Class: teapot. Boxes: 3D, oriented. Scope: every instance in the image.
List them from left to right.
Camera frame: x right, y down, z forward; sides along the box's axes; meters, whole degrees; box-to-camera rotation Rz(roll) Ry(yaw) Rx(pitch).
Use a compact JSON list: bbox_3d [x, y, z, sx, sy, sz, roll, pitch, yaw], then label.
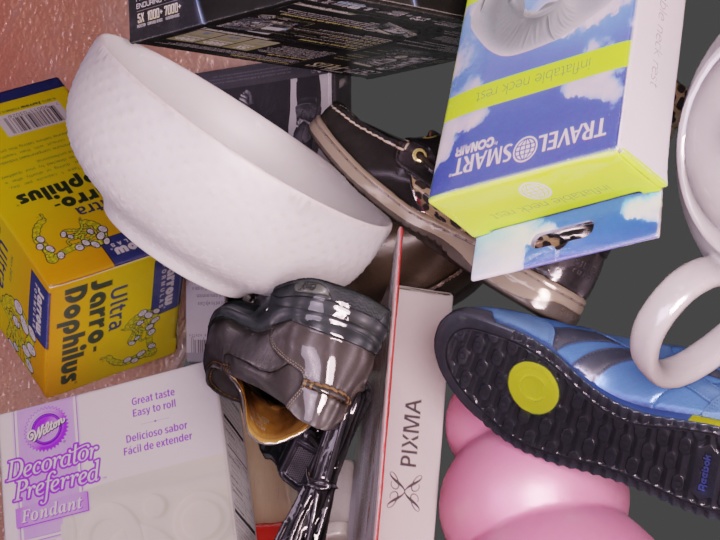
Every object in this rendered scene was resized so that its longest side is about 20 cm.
[{"bbox_3d":[0.218,-0.053,0.868,0.196,0.145,0.202,-10,83,44],"label":"teapot"}]

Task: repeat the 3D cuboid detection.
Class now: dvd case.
[{"bbox_3d":[-0.064,-0.038,1.233,0.149,0.025,0.202,-2,89,45],"label":"dvd case"}]

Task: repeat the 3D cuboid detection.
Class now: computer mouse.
[{"bbox_3d":[-0.030,0.121,1.078,0.200,0.046,0.142,-168,98,-77],"label":"computer mouse"}]

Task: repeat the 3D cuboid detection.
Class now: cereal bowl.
[{"bbox_3d":[-0.084,-0.045,1.028,0.200,0.199,0.084,41,100,37],"label":"cereal bowl"}]

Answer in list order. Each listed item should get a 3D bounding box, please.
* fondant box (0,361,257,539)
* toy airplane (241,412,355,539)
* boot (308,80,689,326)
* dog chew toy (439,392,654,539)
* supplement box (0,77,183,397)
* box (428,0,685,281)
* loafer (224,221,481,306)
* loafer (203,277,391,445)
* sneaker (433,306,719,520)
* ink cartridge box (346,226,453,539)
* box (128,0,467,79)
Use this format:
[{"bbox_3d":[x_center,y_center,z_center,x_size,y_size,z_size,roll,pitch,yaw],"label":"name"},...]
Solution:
[{"bbox_3d":[-0.135,0.168,1.091,0.143,0.058,0.202,-14,60,8],"label":"fondant box"},{"bbox_3d":[-0.063,0.195,1.171,0.199,0.141,0.200,34,77,28],"label":"toy airplane"},{"bbox_3d":[0.079,-0.078,1.026,0.200,0.073,0.151,37,97,30],"label":"boot"},{"bbox_3d":[0.099,0.138,1.008,0.124,0.124,0.202,-38,51,38],"label":"dog chew toy"},{"bbox_3d":[-0.219,-0.027,1.307,0.200,0.109,0.109,49,144,34],"label":"supplement box"},{"bbox_3d":[0.102,-0.103,0.927,0.121,0.048,0.202,-14,54,41],"label":"box"},{"bbox_3d":[0.000,0.000,1.118,0.199,0.071,0.074,-27,70,26],"label":"loafer"},{"bbox_3d":[-0.049,0.058,0.996,0.200,0.072,0.073,148,142,-69],"label":"loafer"},{"bbox_3d":[0.136,0.064,0.964,0.199,0.078,0.066,22,123,20],"label":"sneaker"},{"bbox_3d":[0.023,0.103,1.025,0.176,0.044,0.202,107,169,-66],"label":"ink cartridge box"},{"bbox_3d":[-0.008,-0.173,1.055,0.163,0.199,0.087,-7,84,45],"label":"box"}]
